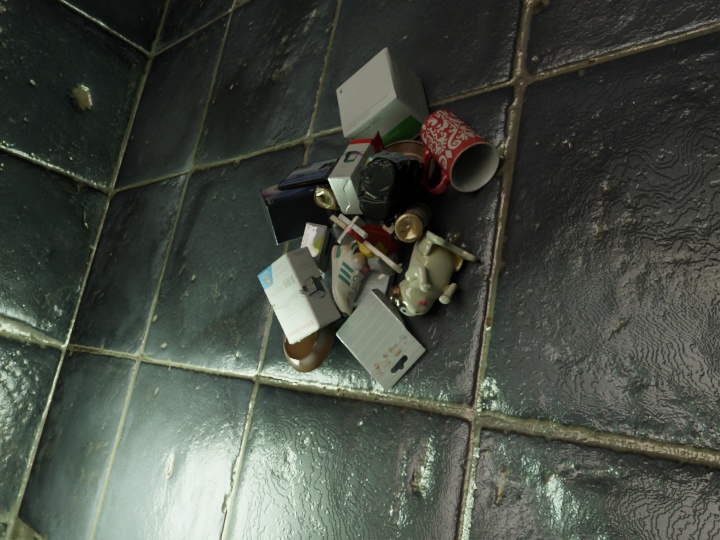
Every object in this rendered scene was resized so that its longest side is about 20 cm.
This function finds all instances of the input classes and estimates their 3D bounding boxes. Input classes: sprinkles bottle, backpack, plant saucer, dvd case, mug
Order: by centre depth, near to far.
[{"bbox_3d":[0.074,-0.218,1.432,0.125,0.200,0.169,27,120,15],"label":"backpack"},{"bbox_3d":[0.130,-0.120,1.448,0.067,0.200,0.069,3,104,12],"label":"sprinkles bottle"},{"bbox_3d":[0.217,-0.296,1.465,0.175,0.134,0.201,-23,46,-6],"label":"mug"},{"bbox_3d":[0.107,-0.260,1.590,0.197,0.037,0.203,-11,57,17],"label":"plant saucer"},{"bbox_3d":[-0.152,0.176,1.623,0.198,0.036,0.204,-19,61,38],"label":"plant saucer"},{"bbox_3d":[-0.149,-0.284,1.740,0.140,0.018,0.201,-9,23,16],"label":"dvd case"}]

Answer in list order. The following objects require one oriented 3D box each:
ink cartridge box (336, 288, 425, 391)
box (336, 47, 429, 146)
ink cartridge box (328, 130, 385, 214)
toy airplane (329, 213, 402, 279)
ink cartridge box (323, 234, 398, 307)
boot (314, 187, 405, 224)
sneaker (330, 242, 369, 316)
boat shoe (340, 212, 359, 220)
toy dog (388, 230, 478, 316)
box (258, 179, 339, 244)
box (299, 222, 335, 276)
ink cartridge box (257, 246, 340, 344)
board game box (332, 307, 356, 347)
[{"bbox_3d":[0.054,0.172,1.482,0.200,0.047,0.161,46,113,15],"label":"ink cartridge box"},{"bbox_3d":[0.064,-0.458,1.662,0.198,0.170,0.203,-31,51,31],"label":"box"},{"bbox_3d":[0.002,-0.250,1.506,0.066,0.117,0.201,2,46,29],"label":"ink cartridge box"},{"bbox_3d":[0.010,-0.063,1.459,0.201,0.197,0.143,-92,27,-69],"label":"toy airplane"},{"bbox_3d":[0.000,0.000,1.588,0.193,0.043,0.203,5,68,27],"label":"ink cartridge box"},{"bbox_3d":[-0.001,-0.166,1.583,0.174,0.198,0.067,23,102,49],"label":"boot"},{"bbox_3d":[-0.022,0.016,1.524,0.092,0.070,0.203,-13,60,15],"label":"sneaker"},{"bbox_3d":[-0.049,-0.191,1.689,0.072,0.062,0.204,4,106,33],"label":"boat shoe"},{"bbox_3d":[0.148,0.013,1.414,0.193,0.138,0.202,34,99,54],"label":"toy dog"},{"bbox_3d":[-0.179,-0.185,1.719,0.196,0.125,0.200,-19,25,-10],"label":"box"},{"bbox_3d":[-0.111,-0.044,1.645,0.059,0.200,0.119,11,77,13],"label":"box"},{"bbox_3d":[-0.158,0.064,1.511,0.146,0.085,0.202,-31,85,44],"label":"ink cartridge box"},{"bbox_3d":[-0.090,0.107,1.661,0.199,0.061,0.202,-36,52,29],"label":"board game box"}]
